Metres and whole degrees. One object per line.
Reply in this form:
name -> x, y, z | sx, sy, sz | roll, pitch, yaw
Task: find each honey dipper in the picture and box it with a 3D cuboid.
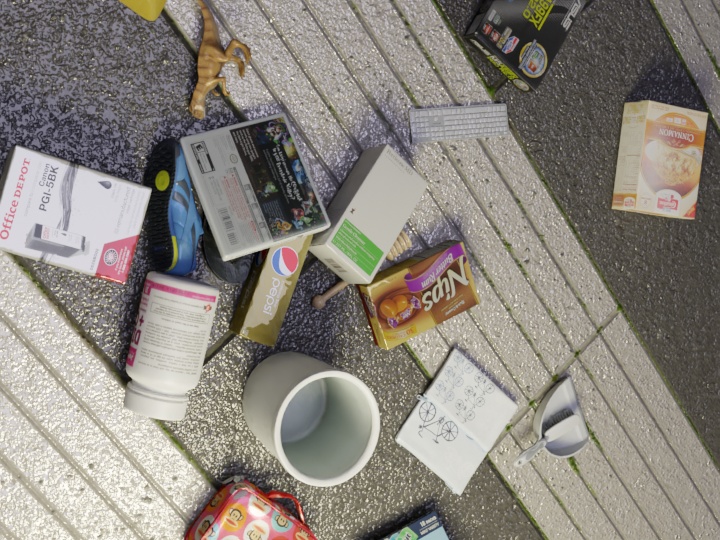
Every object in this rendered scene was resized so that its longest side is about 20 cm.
honey dipper -> 0.000, 0.000, 1.519 | 0.198, 0.038, 0.038 | -36, 108, -15

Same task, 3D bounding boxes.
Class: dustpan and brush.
dustpan and brush -> 0.350, 0.305, 1.692 | 0.197, 0.057, 0.142 | -27, 105, -20

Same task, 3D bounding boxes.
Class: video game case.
video game case -> -0.161, -0.132, 1.393 | 0.179, 0.023, 0.203 | -18, 76, -24

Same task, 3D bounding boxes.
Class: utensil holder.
utensil holder -> -0.085, 0.222, 1.412 | 0.166, 0.199, 0.174 | -2, 95, -24

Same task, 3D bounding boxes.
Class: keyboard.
keyboard -> 0.174, -0.257, 1.587 | 0.196, 0.011, 0.058 | -8, 98, -24

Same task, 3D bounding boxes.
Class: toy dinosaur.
toy dinosaur -> -0.221, -0.332, 1.374 | 0.104, 0.060, 0.205 | 2, 94, -23

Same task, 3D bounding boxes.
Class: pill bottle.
pill bottle -> -0.286, 0.112, 1.357 | 0.111, 0.113, 0.205 | 14, 89, -24

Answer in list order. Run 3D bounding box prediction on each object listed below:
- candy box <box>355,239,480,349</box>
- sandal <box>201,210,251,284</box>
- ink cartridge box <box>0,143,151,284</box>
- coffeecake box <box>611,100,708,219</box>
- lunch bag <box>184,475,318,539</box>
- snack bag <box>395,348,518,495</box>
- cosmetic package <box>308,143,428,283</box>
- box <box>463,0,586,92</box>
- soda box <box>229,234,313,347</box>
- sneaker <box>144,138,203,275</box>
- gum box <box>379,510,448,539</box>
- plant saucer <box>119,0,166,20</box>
candy box -> 0.101, 0.039, 1.557 | 0.197, 0.056, 0.119 | -23, 104, -19
sandal -> -0.210, -0.076, 1.409 | 0.074, 0.048, 0.205 | -11, 98, -23
ink cartridge box -> -0.416, -0.079, 1.297 | 0.196, 0.083, 0.150 | 16, 89, -25
coffeecake box -> 0.571, -0.209, 1.737 | 0.150, 0.073, 0.205 | 5, 94, -25
lunch bag -> -0.165, 0.432, 1.459 | 0.200, 0.082, 0.177 | 43, 77, -21
snack bag -> 0.173, 0.273, 1.631 | 0.188, 0.021, 0.201 | 42, 78, -22
cosmetic package -> 0.010, -0.091, 1.474 | 0.107, 0.084, 0.202 | 38, 72, -22
box -> 0.293, -0.445, 1.604 | 0.159, 0.044, 0.202 | 35, 81, -23
soda box -> -0.140, 0.013, 1.438 | 0.063, 0.067, 0.204 | 20, 86, -23
sneaker -> -0.278, -0.095, 1.378 | 0.078, 0.065, 0.205 | 1, 86, -55
gum box -> 0.099, 0.546, 1.563 | 0.167, 0.045, 0.203 | -22, 79, -23
plant saucer -> -0.332, -0.503, 1.315 | 0.198, 0.048, 0.203 | 31, 82, -24
